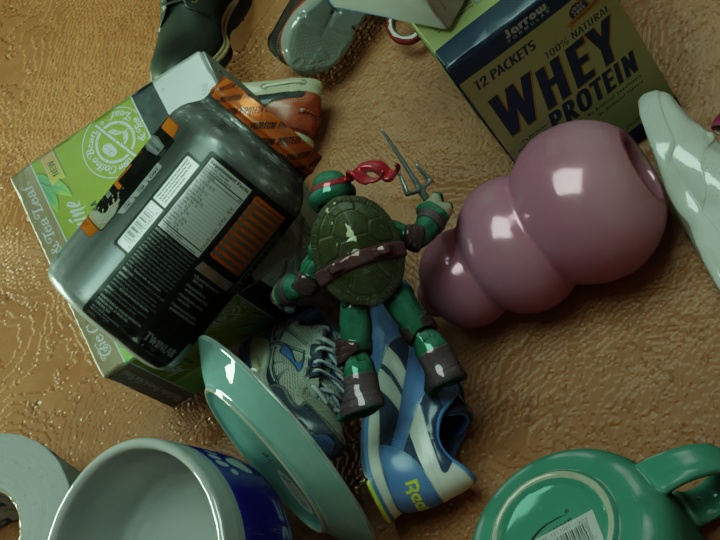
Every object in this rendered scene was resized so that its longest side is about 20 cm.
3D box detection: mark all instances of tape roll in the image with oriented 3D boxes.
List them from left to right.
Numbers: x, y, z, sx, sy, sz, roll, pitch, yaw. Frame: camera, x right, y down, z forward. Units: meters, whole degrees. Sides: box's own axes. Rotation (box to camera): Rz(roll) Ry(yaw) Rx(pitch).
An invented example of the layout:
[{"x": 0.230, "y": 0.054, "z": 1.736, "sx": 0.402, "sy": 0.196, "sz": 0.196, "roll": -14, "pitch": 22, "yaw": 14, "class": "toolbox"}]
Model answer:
[{"x": -0.300, "y": 0.235, "z": 1.622, "sx": 0.199, "sy": 0.066, "sz": 0.201, "roll": -16, "pitch": 53, "yaw": 22, "class": "tape roll"}]

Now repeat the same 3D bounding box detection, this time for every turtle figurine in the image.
[{"x": 0.000, "y": 0.000, "z": 1.453, "sx": 0.149, "sy": 0.101, "sz": 0.201, "roll": -21, "pitch": 79, "yaw": 10, "class": "turtle figurine"}]

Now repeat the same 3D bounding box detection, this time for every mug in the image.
[{"x": 0.156, "y": 0.184, "z": 1.349, "sx": 0.152, "sy": 0.114, "sz": 0.186, "roll": 10, "pitch": 67, "yaw": 35, "class": "mug"}]

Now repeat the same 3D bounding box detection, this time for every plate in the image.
[{"x": -0.062, "y": 0.132, "z": 1.456, "sx": 0.026, "sy": 0.201, "sz": 0.200, "roll": -39, "pitch": 47, "yaw": -14, "class": "plate"}]

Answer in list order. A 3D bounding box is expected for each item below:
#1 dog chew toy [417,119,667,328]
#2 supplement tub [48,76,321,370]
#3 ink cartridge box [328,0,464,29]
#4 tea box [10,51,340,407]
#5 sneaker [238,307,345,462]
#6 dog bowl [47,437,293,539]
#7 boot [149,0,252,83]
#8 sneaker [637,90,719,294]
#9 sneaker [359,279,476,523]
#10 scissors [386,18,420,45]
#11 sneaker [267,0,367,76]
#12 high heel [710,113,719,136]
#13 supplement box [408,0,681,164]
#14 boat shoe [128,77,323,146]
[{"x": 0.129, "y": -0.025, "z": 1.504, "sx": 0.200, "sy": 0.124, "sz": 0.125, "roll": -33, "pitch": 49, "yaw": 19, "class": "dog chew toy"}, {"x": -0.126, "y": -0.037, "z": 1.480, "sx": 0.200, "sy": 0.122, "sz": 0.122, "roll": -50, "pitch": 49, "yaw": 0, "class": "supplement tub"}, {"x": 0.054, "y": -0.285, "z": 1.478, "sx": 0.116, "sy": 0.068, "sz": 0.201, "roll": 16, "pitch": 70, "yaw": 37, "class": "ink cartridge box"}, {"x": -0.142, "y": -0.030, "z": 1.623, "sx": 0.196, "sy": 0.134, "sz": 0.200, "roll": -34, "pitch": 67, "yaw": 10, "class": "tea box"}, {"x": -0.037, "y": 0.078, "z": 1.521, "sx": 0.085, "sy": 0.077, "sz": 0.200, "roll": -37, "pitch": 25, "yaw": 3, "class": "sneaker"}, {"x": -0.143, "y": 0.229, "z": 1.482, "sx": 0.200, "sy": 0.079, "sz": 0.201, "roll": -13, "pitch": 69, "yaw": 40, "class": "dog bowl"}, {"x": -0.165, "y": -0.252, "z": 1.764, "sx": 0.077, "sy": 0.139, "sz": 0.200, "roll": -13, "pitch": 32, "yaw": 15, "class": "boot"}, {"x": 0.273, "y": -0.059, "z": 1.473, "sx": 0.088, "sy": 0.075, "sz": 0.201, "roll": -27, "pitch": 60, "yaw": 8, "class": "sneaker"}, {"x": 0.044, "y": 0.091, "z": 1.509, "sx": 0.082, "sy": 0.074, "sz": 0.201, "roll": -13, "pitch": 59, "yaw": 16, "class": "sneaker"}, {"x": 0.063, "y": -0.284, "z": 1.722, "sx": 0.073, "sy": 0.014, "sz": 0.201, "roll": 2, "pitch": 83, "yaw": 17, "class": "scissors"}, {"x": -0.012, "y": -0.257, "z": 1.765, "sx": 0.200, "sy": 0.077, "sz": 0.082, "roll": -44, "pitch": 28, "yaw": -14, "class": "sneaker"}, {"x": 0.336, "y": -0.083, "z": 1.440, "sx": 0.096, "sy": 0.067, "sz": 0.200, "roll": -30, "pitch": 44, "yaw": -2, "class": "high heel"}, {"x": 0.117, "y": -0.198, "z": 1.563, "sx": 0.134, "sy": 0.200, "sz": 0.200, "roll": -37, "pitch": 48, "yaw": 5, "class": "supplement box"}, {"x": -0.124, "y": -0.140, "z": 1.752, "sx": 0.199, "sy": 0.071, "sz": 0.063, "roll": 5, "pitch": 77, "yaw": 27, "class": "boat shoe"}]
